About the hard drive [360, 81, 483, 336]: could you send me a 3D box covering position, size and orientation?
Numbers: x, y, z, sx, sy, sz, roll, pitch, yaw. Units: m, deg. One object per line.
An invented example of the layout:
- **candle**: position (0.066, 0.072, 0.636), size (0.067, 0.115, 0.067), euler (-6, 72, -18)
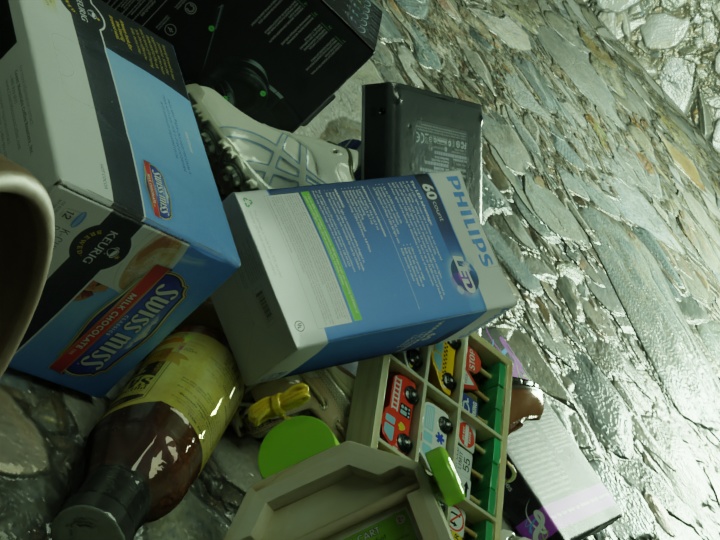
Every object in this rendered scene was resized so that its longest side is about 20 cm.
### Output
- **hard drive**: position (0.049, -0.033, 1.129), size (0.139, 0.033, 0.202), euler (4, 85, -56)

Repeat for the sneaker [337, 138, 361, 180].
- **sneaker**: position (0.013, -0.041, 1.220), size (0.200, 0.080, 0.116), euler (50, 10, -43)

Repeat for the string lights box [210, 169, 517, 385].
- **string lights box**: position (0.000, 0.000, 0.930), size (0.199, 0.059, 0.104), euler (-8, 70, -44)

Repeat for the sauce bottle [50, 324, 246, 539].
- **sauce bottle**: position (-0.115, 0.095, 0.815), size (0.066, 0.066, 0.200), euler (46, 21, -7)

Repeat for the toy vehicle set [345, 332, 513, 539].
- **toy vehicle set**: position (0.045, 0.114, 0.973), size (0.124, 0.026, 0.201), euler (36, 44, -30)

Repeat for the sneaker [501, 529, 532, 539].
- **sneaker**: position (0.113, 0.215, 1.021), size (0.200, 0.081, 0.077), euler (42, 24, -5)

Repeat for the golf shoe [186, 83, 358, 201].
- **golf shoe**: position (-0.052, -0.068, 1.069), size (0.200, 0.097, 0.078), euler (49, -21, 15)

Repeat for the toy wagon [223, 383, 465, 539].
- **toy wagon**: position (-0.013, 0.152, 0.805), size (0.040, 0.154, 0.201), euler (62, 4, -53)

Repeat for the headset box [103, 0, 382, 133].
- **headset box**: position (-0.102, -0.184, 1.130), size (0.200, 0.174, 0.093), euler (41, 24, -16)

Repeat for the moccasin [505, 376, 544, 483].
- **moccasin**: position (0.076, 0.119, 1.090), size (0.201, 0.073, 0.079), euler (-9, 97, -61)

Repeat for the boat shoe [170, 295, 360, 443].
- **boat shoe**: position (-0.057, 0.074, 0.943), size (0.200, 0.072, 0.065), euler (44, 41, -32)

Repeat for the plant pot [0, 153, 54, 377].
- **plant pot**: position (-0.253, 0.001, 0.598), size (0.174, 0.201, 0.200), euler (33, 21, 11)

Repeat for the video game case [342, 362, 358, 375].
- **video game case**: position (-0.021, 0.030, 1.125), size (0.143, 0.019, 0.201), euler (27, 30, -58)

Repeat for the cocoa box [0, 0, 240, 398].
- **cocoa box**: position (-0.174, -0.055, 0.851), size (0.131, 0.133, 0.201), euler (27, 31, -42)

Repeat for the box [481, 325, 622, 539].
- **box**: position (0.127, 0.137, 1.228), size (0.201, 0.036, 0.143), euler (58, 24, 16)
